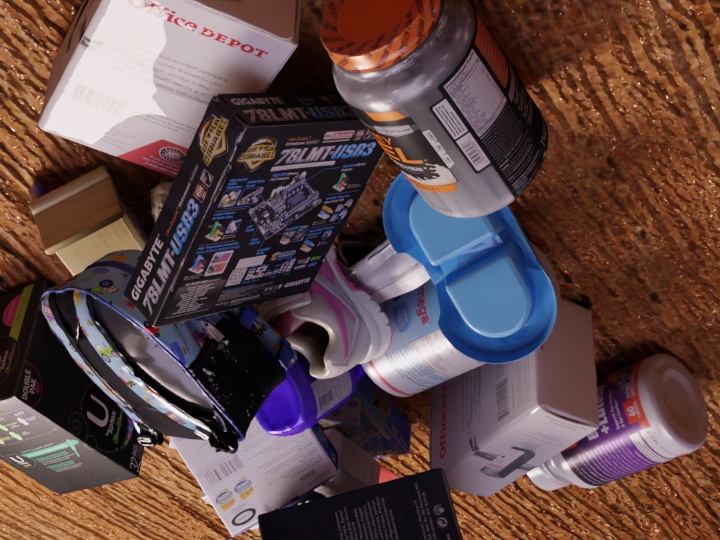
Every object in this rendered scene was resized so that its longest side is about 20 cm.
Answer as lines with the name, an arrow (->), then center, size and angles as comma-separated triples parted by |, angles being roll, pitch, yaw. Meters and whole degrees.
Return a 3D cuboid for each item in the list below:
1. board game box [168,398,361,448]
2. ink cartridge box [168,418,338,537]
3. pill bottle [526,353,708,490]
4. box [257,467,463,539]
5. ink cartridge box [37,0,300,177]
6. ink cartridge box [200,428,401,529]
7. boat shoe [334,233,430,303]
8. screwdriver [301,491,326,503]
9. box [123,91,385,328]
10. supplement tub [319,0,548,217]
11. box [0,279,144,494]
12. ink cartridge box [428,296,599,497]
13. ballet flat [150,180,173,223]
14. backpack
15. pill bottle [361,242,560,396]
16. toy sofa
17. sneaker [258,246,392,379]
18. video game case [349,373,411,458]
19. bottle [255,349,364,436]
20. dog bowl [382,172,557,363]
board game box -> -0.111, 0.175, 1.497 | 0.198, 0.034, 0.135 | 11, 144, -8
ink cartridge box -> -0.113, 0.184, 1.390 | 0.136, 0.076, 0.201 | -31, 96, 5
pill bottle -> 0.276, 0.177, 1.470 | 0.111, 0.112, 0.199 | 30, 137, -32
box -> 0.008, 0.305, 1.389 | 0.199, 0.118, 0.197 | -15, 159, -3
ink cartridge box -> -0.153, -0.174, 1.046 | 0.146, 0.083, 0.200 | 20, 142, -22
ink cartridge box -> -0.056, 0.263, 1.545 | 0.199, 0.045, 0.176 | -22, 135, 33
boat shoe -> 0.000, 0.000, 1.296 | 0.069, 0.072, 0.199 | 52, 141, -12
screwdriver -> -0.026, 0.266, 1.482 | 0.199, 0.028, 0.029 | 25, 168, -21
box -> -0.078, -0.055, 1.091 | 0.199, 0.050, 0.199 | -13, 138, -51
supplement tub -> 0.058, -0.142, 1.036 | 0.122, 0.123, 0.200 | -15, 140, 26
box -> -0.337, 0.132, 1.439 | 0.124, 0.149, 0.200 | -16, 140, 28
ink cartridge box -> 0.157, 0.133, 1.390 | 0.084, 0.147, 0.200 | 21, 142, -24
ballet flat -> -0.153, -0.005, 1.301 | 0.071, 0.072, 0.200 | -6, 143, 14
backpack -> -0.182, 0.057, 1.195 | 0.200, 0.135, 0.182 | 48, 151, -23
pill bottle -> 0.096, 0.045, 1.307 | 0.199, 0.109, 0.108 | -28, 134, 37
toy sofa -> -0.244, -0.016, 1.297 | 0.082, 0.098, 0.200 | -26, 141, -1
sneaker -> -0.060, 0.019, 1.250 | 0.200, 0.088, 0.081 | 48, 135, 3
video game case -> -0.060, 0.169, 1.552 | 0.180, 0.046, 0.200 | -11, 142, 22
bottle -> -0.044, 0.102, 1.345 | 0.065, 0.200, 0.084 | -20, 94, 27
dog bowl -> 0.102, -0.014, 1.189 | 0.111, 0.050, 0.201 | -28, 96, 19
